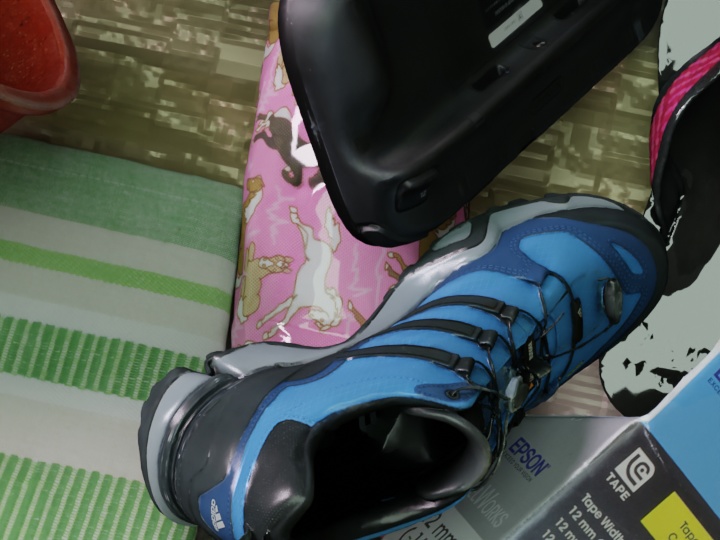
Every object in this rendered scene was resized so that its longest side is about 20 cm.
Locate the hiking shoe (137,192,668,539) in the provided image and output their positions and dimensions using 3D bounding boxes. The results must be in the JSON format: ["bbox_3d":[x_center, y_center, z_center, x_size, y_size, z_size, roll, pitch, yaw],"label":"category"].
[{"bbox_3d":[0.030,0.043,0.815,0.199,0.087,0.075,-28,125,-21],"label":"hiking shoe"}]

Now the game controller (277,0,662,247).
[{"bbox_3d":[0.043,-0.094,0.868,0.042,0.200,0.105,-9,114,43],"label":"game controller"}]

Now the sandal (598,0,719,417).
[{"bbox_3d":[0.135,-0.039,0.915,0.075,0.045,0.202,13,84,7],"label":"sandal"}]

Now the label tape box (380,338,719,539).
[{"bbox_3d":[0.079,0.130,0.859,0.200,0.066,0.143,-42,112,-3],"label":"label tape box"}]

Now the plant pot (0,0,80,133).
[{"bbox_3d":[-0.229,-0.066,0.814,0.195,0.201,0.201,-41,80,13],"label":"plant pot"}]

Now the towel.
[{"bbox_3d":[-0.125,0.045,0.868,0.151,0.023,0.201,12,61,-10],"label":"towel"}]

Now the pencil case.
[{"bbox_3d":[0.000,0.000,0.905,0.086,0.083,0.202,4,82,21],"label":"pencil case"}]
